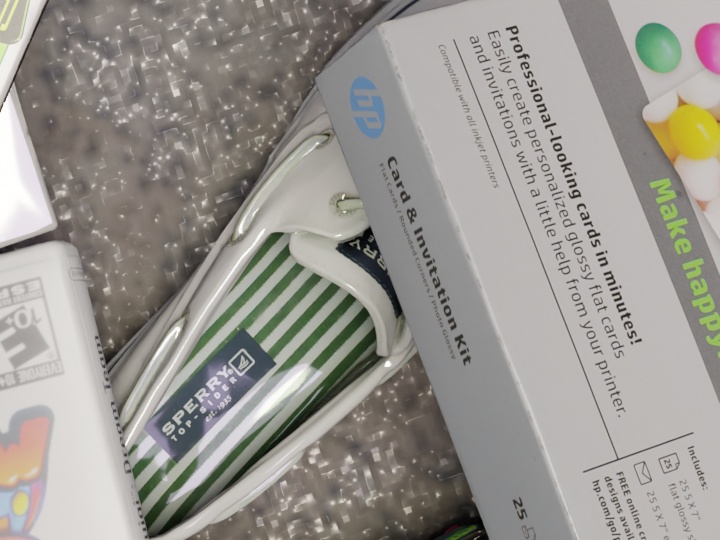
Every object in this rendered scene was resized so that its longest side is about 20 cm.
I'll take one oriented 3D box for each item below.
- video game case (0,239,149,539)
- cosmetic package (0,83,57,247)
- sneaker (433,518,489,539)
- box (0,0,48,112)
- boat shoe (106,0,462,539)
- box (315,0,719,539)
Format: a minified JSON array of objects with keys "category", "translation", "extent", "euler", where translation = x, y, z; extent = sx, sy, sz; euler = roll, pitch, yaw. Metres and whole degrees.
[{"category":"video game case","translation":[-0.145,0.105,0.735],"extent":[0.199,0.024,0.183],"euler":[-15,87,8]},{"category":"cosmetic package","translation":[-0.180,-0.007,0.731],"extent":[0.199,0.083,0.051],"euler":[-19,100,-7]},{"category":"sneaker","translation":[0.029,0.093,0.793],"extent":[0.199,0.074,0.088],"euler":[14,97,-18]},{"category":"box","translation":[-0.160,0.001,0.675],"extent":[0.110,0.035,0.201],"euler":[23,93,-12]},{"category":"boat shoe","translation":[0.000,0.000,0.772],"extent":[0.073,0.067,0.200],"euler":[37,91,-15]},{"category":"box","translation":[0.106,-0.004,0.703],"extent":[0.199,0.041,0.157],"euler":[-16,81,-30]}]
